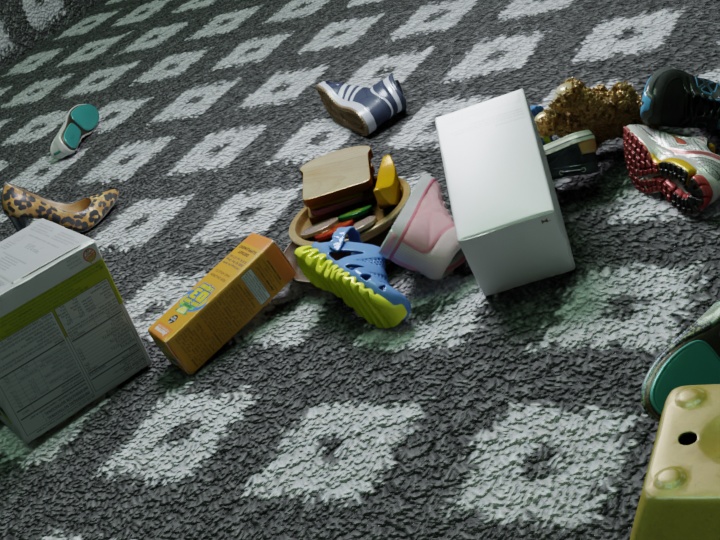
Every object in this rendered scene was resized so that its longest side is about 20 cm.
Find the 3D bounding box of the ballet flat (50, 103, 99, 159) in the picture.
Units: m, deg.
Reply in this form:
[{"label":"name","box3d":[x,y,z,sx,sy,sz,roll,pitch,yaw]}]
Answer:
[{"label":"ballet flat","box3d":[-0.632,-0.304,2.591,0.069,0.070,0.201,-15,29,16]}]

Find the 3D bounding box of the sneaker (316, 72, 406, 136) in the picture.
[{"label":"sneaker","box3d":[0.006,-0.303,2.067,0.108,0.070,0.200,-34,35,-11]}]

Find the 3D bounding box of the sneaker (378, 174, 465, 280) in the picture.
[{"label":"sneaker","box3d":[0.095,-0.050,1.528,0.104,0.076,0.201,27,29,1]}]

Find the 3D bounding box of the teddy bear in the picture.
[{"label":"teddy bear","box3d":[0.320,-0.199,1.574,0.145,0.199,0.067,-43,48,31]}]

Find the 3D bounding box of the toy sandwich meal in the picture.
[{"label":"toy sandwich meal","box3d":[-0.021,-0.104,1.662,0.203,0.071,0.206,-18,27,10]}]

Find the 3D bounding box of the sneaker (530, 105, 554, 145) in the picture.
[{"label":"sneaker","box3d":[0.207,-0.181,1.631,0.082,0.071,0.199,-17,0,37]}]

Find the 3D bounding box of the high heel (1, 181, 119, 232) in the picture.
[{"label":"high heel","box3d":[-0.531,-0.131,2.100,0.199,0.144,0.071,-36,29,-23]}]

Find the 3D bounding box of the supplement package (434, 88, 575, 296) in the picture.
[{"label":"supplement package","box3d":[0.173,-0.095,1.433,0.119,0.122,0.201,-17,50,12]}]

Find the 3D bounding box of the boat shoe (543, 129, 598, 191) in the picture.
[{"label":"boat shoe","box3d":[0.230,-0.124,1.574,0.199,0.063,0.074,-22,-2,38]}]

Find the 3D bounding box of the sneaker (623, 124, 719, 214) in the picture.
[{"label":"sneaker","box3d":[0.392,-0.131,1.467,0.081,0.078,0.200,-20,33,-13]}]

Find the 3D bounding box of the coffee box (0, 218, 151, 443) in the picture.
[{"label":"coffee box","box3d":[-0.436,0.076,1.590,0.199,0.199,0.199,-34,27,-24]}]

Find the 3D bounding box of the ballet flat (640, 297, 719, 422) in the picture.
[{"label":"ballet flat","box3d":[0.330,0.082,1.140,0.199,0.075,0.074,-33,28,-23]}]

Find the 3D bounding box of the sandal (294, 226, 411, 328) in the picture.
[{"label":"sandal","box3d":[0.000,0.000,1.485,0.087,0.080,0.200,-40,46,-15]}]

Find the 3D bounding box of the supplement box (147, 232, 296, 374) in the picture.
[{"label":"supplement box","box3d":[-0.183,0.042,1.569,0.200,0.069,0.066,-46,32,-16]}]

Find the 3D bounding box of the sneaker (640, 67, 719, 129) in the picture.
[{"label":"sneaker","box3d":[0.432,-0.217,1.514,0.199,0.074,0.082,-10,24,-42]}]

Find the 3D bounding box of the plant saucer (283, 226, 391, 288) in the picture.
[{"label":"plant saucer","box3d":[-0.014,-0.031,1.637,0.198,0.032,0.201,-19,27,10]}]

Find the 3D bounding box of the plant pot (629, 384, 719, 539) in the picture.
[{"label":"plant pot","box3d":[0.281,0.188,0.821,0.194,0.201,0.195,-7,31,30]}]
